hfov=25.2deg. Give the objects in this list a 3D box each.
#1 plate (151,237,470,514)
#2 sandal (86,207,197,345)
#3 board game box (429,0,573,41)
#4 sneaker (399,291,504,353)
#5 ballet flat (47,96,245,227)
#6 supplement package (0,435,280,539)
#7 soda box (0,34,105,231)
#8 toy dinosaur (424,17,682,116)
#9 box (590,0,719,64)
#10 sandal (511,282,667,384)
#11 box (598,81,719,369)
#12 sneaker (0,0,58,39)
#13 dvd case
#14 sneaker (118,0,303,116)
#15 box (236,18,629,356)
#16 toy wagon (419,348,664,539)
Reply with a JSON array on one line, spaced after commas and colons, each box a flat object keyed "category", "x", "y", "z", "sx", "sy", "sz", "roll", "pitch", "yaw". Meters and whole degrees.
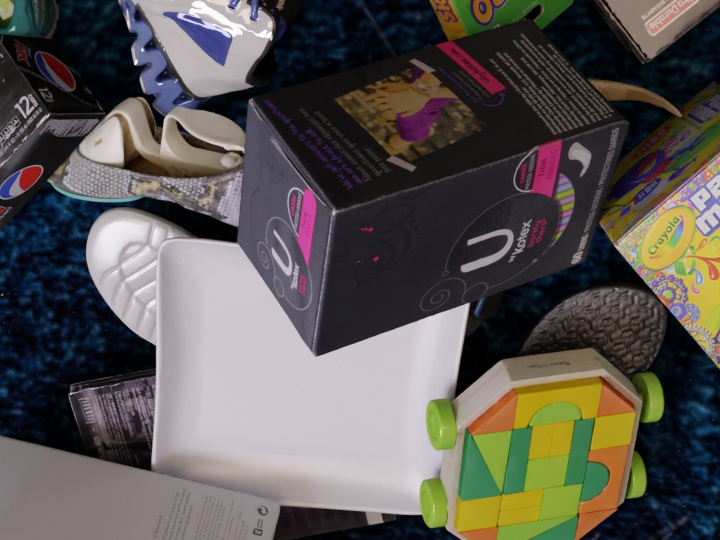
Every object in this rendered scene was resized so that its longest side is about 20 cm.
[{"category": "plate", "x": -0.035, "y": 0.067, "z": 1.051, "sx": 0.198, "sy": 0.032, "sz": 0.201, "roll": 4, "pitch": 119, "yaw": -3}, {"category": "sandal", "x": -0.100, "y": 0.024, "z": 1.095, "sx": 0.202, "sy": 0.050, "sz": 0.083, "roll": 36, "pitch": 112, "yaw": -18}, {"category": "board game box", "x": 0.061, "y": -0.228, "z": 0.981, "sx": 0.095, "sy": 0.030, "sz": 0.201, "roll": -41, "pitch": 115, "yaw": -26}, {"category": "sneaker", "x": 0.000, "y": 0.000, "z": 1.072, "sx": 0.198, "sy": 0.073, "sz": 0.113, "roll": 7, "pitch": 101, "yaw": 1}, {"category": "ballet flat", "x": -0.126, "y": -0.077, "z": 1.033, "sx": 0.199, "sy": 0.072, "sz": 0.073, "roll": 12, "pitch": 102, "yaw": 29}, {"category": "supplement package", "x": -0.171, "y": 0.232, "z": 1.056, "sx": 0.198, "sy": 0.152, "sz": 0.151, "roll": 14, "pitch": 132, "yaw": -1}, {"category": "soda box", "x": -0.259, "y": -0.061, "z": 1.043, "sx": 0.200, "sy": 0.063, "sz": 0.071, "roll": -43, "pitch": 74, "yaw": 23}, {"category": "toy dinosaur", "x": 0.103, "y": -0.120, "z": 1.066, "sx": 0.199, "sy": 0.058, "sz": 0.102, "roll": -16, "pitch": 114, "yaw": 11}, {"category": "box", "x": 0.199, "y": -0.271, "z": 1.030, "sx": 0.200, "sy": 0.050, "sz": 0.199, "roll": -37, "pitch": 96, "yaw": 8}, {"category": "sandal", "x": 0.127, "y": 0.076, "z": 1.100, "sx": 0.075, "sy": 0.048, "sz": 0.201, "roll": 40, "pitch": 112, "yaw": -6}, {"category": "box", "x": 0.252, "y": -0.001, "z": 0.999, "sx": 0.122, "sy": 0.200, "sz": 0.193, "roll": -40, "pitch": 96, "yaw": 9}, {"category": "sneaker", "x": -0.266, "y": -0.226, "z": 1.036, "sx": 0.077, "sy": 0.080, "sz": 0.200, "roll": -38, "pitch": 96, "yaw": 8}, {"category": "dvd case", "x": -0.086, "y": 0.126, "z": 1.109, "sx": 0.198, "sy": 0.016, "sz": 0.150, "roll": -11, "pitch": 115, "yaw": 4}, {"category": "sneaker", "x": -0.099, "y": -0.186, "z": 0.997, "sx": 0.114, "sy": 0.081, "sz": 0.200, "roll": -4, "pitch": 135, "yaw": 22}, {"category": "box", "x": 0.039, "y": -0.051, "z": 0.949, "sx": 0.199, "sy": 0.106, "sz": 0.123, "roll": -19, "pitch": 142, "yaw": -24}, {"category": "toy wagon", "x": 0.118, "y": 0.139, "z": 1.068, "sx": 0.154, "sy": 0.040, "sz": 0.201, "roll": -6, "pitch": 127, "yaw": -13}]
